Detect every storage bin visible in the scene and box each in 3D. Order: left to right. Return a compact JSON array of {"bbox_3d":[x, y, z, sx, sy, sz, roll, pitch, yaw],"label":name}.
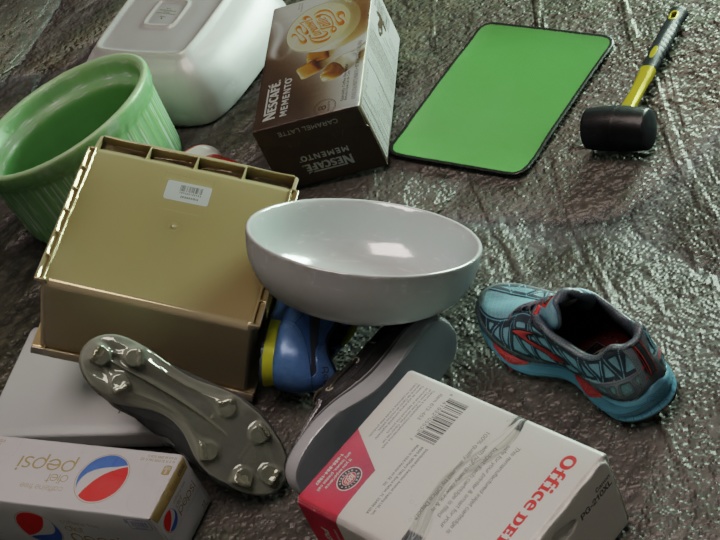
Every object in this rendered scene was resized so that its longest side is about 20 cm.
[{"bbox_3d":[-0.167,-0.009,1.610,0.198,0.094,0.199,12,47,2],"label":"storage bin"}]

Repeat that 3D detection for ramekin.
[{"bbox_3d":[-0.275,-0.117,1.815,0.199,0.098,0.201,-23,30,15],"label":"ramekin"}]

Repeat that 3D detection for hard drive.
[{"bbox_3d":[-0.229,0.103,1.638,0.198,0.027,0.133,-3,46,24],"label":"hard drive"}]

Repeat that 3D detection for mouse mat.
[{"bbox_3d":[0.136,-0.168,1.752,0.160,0.008,0.200,12,54,36],"label":"mouse mat"}]

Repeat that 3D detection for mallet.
[{"bbox_3d":[0.271,-0.179,1.674,0.065,0.041,0.200,10,48,36],"label":"mallet"}]

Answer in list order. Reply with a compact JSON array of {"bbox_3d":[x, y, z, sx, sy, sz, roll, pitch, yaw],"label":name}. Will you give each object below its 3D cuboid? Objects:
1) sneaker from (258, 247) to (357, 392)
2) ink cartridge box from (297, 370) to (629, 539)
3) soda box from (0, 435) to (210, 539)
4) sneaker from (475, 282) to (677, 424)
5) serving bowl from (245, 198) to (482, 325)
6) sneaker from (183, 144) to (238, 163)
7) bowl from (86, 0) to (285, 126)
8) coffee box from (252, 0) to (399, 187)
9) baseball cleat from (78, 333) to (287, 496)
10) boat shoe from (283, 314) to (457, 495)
[{"bbox_3d":[-0.034,0.029,1.596,0.078,0.066,0.201,4,45,9],"label":"sneaker"},{"bbox_3d":[0.077,0.178,1.356,0.199,0.085,0.145,21,58,42],"label":"ink cartridge box"},{"bbox_3d":[-0.229,0.189,1.518,0.199,0.064,0.068,3,48,29],"label":"soda box"},{"bbox_3d":[0.166,0.040,1.447,0.199,0.096,0.079,25,60,42],"label":"sneaker"},{"bbox_3d":[0.000,0.000,1.517,0.198,0.066,0.200,5,20,-2],"label":"serving bowl"},{"bbox_3d":[-0.175,-0.039,1.723,0.115,0.079,0.200,23,61,43],"label":"sneaker"},{"bbox_3d":[-0.194,-0.249,1.958,0.199,0.075,0.200,9,52,32],"label":"bowl"},{"bbox_3d":[-0.031,-0.184,1.796,0.113,0.080,0.201,-13,41,19],"label":"coffee box"},{"bbox_3d":[-0.144,0.117,1.517,0.200,0.106,0.070,38,81,1],"label":"baseball cleat"},{"bbox_3d":[-0.003,0.105,1.491,0.066,0.070,0.200,12,52,45],"label":"boat shoe"}]
